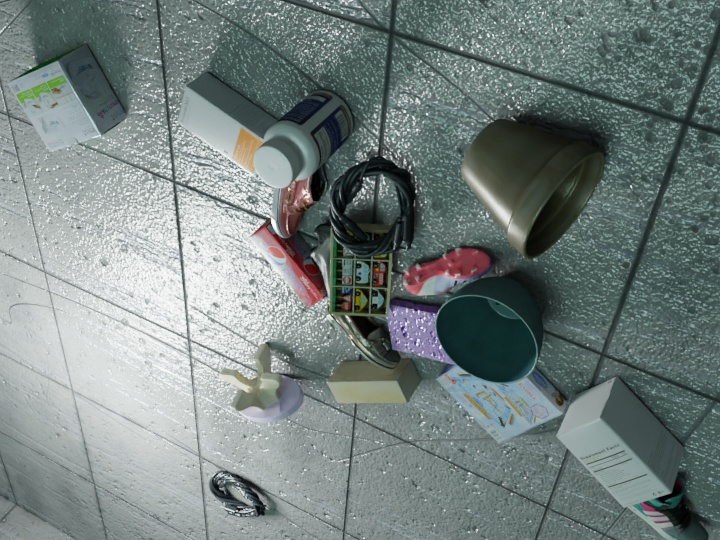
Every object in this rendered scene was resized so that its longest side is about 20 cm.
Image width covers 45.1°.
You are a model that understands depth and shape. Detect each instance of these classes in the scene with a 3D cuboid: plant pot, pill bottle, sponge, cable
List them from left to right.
[{"bbox_3d":[-0.360,0.666,2.576,0.198,0.051,0.165,4,121,36],"label":"cable"},{"bbox_3d":[-0.104,-0.231,1.551,0.110,0.200,0.112,18,133,21],"label":"pill bottle"},{"bbox_3d":[0.021,-0.121,1.620,0.161,0.051,0.202,4,121,12],"label":"cable"},{"bbox_3d":[0.142,0.127,1.770,0.199,0.030,0.113,10,120,39],"label":"sponge"},{"bbox_3d":[0.255,0.089,1.611,0.198,0.135,0.202,18,133,21],"label":"plant pot"},{"bbox_3d":[0.263,-0.151,1.394,0.173,0.199,0.201,41,139,23],"label":"plant pot"}]

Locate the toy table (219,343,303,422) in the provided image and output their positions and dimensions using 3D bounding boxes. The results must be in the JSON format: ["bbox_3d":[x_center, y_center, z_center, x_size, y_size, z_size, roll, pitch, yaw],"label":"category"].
[{"bbox_3d":[-0.246,0.285,2.099,0.198,0.185,0.117,-10,135,26],"label":"toy table"}]

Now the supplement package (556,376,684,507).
[{"bbox_3d":[0.494,0.327,1.649,0.200,0.121,0.120,46,137,-6],"label":"supplement package"}]

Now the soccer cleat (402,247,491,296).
[{"bbox_3d":[0.172,0.007,1.667,0.199,0.067,0.076,-16,146,36],"label":"soccer cleat"}]

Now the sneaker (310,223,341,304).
[{"bbox_3d":[-0.061,-0.014,1.798,0.090,0.066,0.202,19,127,27],"label":"sneaker"}]

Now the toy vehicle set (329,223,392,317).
[{"bbox_3d":[0.000,0.000,1.736,0.123,0.027,0.202,2,121,0],"label":"toy vehicle set"}]

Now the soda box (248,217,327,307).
[{"bbox_3d":[-0.142,-0.022,1.848,0.070,0.063,0.200,-29,105,45],"label":"soda box"}]

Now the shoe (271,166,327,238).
[{"bbox_3d":[-0.122,-0.139,1.731,0.090,0.071,0.202,24,130,24],"label":"shoe"}]

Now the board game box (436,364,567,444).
[{"bbox_3d":[0.288,0.247,1.785,0.200,0.041,0.199,46,137,-5],"label":"board game box"}]

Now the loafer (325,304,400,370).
[{"bbox_3d":[0.012,0.131,1.866,0.200,0.072,0.063,42,130,3],"label":"loafer"}]

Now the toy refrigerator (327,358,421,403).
[{"bbox_3d":[0.031,0.251,1.942,0.198,0.076,0.070,-7,120,37],"label":"toy refrigerator"}]

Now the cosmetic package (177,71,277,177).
[{"bbox_3d":[-0.254,-0.286,1.705,0.199,0.071,0.102,35,137,7],"label":"cosmetic package"}]

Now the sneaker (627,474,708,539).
[{"bbox_3d":[0.618,0.462,1.708,0.199,0.084,0.121,33,146,9],"label":"sneaker"}]

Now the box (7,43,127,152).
[{"bbox_3d":[-0.637,-0.369,1.883,0.198,0.097,0.178,-8,120,38],"label":"box"}]
